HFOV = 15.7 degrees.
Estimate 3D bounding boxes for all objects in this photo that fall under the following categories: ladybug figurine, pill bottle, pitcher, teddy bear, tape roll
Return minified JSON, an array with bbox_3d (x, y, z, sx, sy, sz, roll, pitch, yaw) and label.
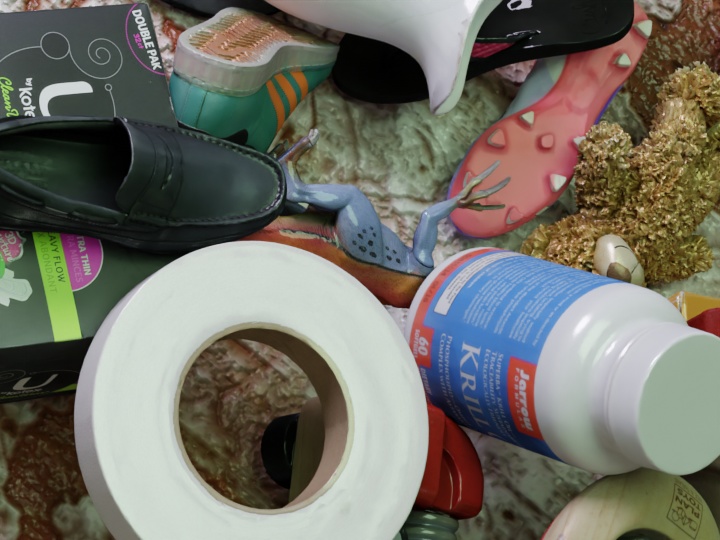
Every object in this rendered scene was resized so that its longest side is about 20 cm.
[{"bbox_3d":[0.143,0.203,1.509,0.136,0.072,0.200,39,59,-20],"label":"ladybug figurine"},{"bbox_3d":[0.124,0.056,1.523,0.112,0.200,0.112,-8,104,-35],"label":"pill bottle"},{"bbox_3d":[0.016,-0.219,1.612,0.200,0.121,0.172,35,84,5],"label":"pitcher"},{"bbox_3d":[0.190,-0.043,1.697,0.200,0.067,0.145,-34,132,-34],"label":"teddy bear"},{"bbox_3d":[-0.058,0.085,1.442,0.203,0.037,0.203,6,76,-24],"label":"tape roll"}]

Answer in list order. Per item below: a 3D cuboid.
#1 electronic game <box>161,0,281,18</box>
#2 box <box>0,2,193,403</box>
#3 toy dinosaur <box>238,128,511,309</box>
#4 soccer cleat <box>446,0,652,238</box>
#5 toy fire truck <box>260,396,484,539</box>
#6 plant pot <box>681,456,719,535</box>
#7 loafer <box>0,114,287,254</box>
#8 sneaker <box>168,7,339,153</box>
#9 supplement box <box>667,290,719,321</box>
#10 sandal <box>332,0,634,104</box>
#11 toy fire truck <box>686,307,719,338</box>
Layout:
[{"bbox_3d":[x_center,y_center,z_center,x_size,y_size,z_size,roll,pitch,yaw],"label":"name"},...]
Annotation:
[{"bbox_3d":[-0.092,-0.259,1.685,0.200,0.042,0.200,6,77,-26],"label":"electronic game"},{"bbox_3d":[-0.185,-0.036,1.513,0.148,0.124,0.200,-8,73,-26],"label":"box"},{"bbox_3d":[0.000,0.000,1.595,0.182,0.105,0.200,52,56,-11],"label":"toy dinosaur"},{"bbox_3d":[0.121,-0.099,1.716,0.067,0.076,0.200,37,76,-7],"label":"soccer cleat"},{"bbox_3d":[0.049,0.175,1.557,0.200,0.129,0.176,20,68,-39],"label":"toy fire truck"},{"bbox_3d":[0.261,0.196,1.606,0.200,0.200,0.175,25,80,-14],"label":"plant pot"},{"bbox_3d":[-0.129,-0.050,1.430,0.200,0.070,0.068,3,70,-24],"label":"loafer"},{"bbox_3d":[-0.073,-0.109,1.598,0.071,0.080,0.200,24,18,14],"label":"sneaker"},{"bbox_3d":[0.268,0.065,1.698,0.200,0.069,0.067,11,67,-32],"label":"supplement box"},{"bbox_3d":[0.076,-0.161,1.679,0.200,0.045,0.075,-14,63,4],"label":"sandal"},{"bbox_3d":[0.275,0.044,1.563,0.200,0.168,0.112,3,77,-36],"label":"toy fire truck"}]
